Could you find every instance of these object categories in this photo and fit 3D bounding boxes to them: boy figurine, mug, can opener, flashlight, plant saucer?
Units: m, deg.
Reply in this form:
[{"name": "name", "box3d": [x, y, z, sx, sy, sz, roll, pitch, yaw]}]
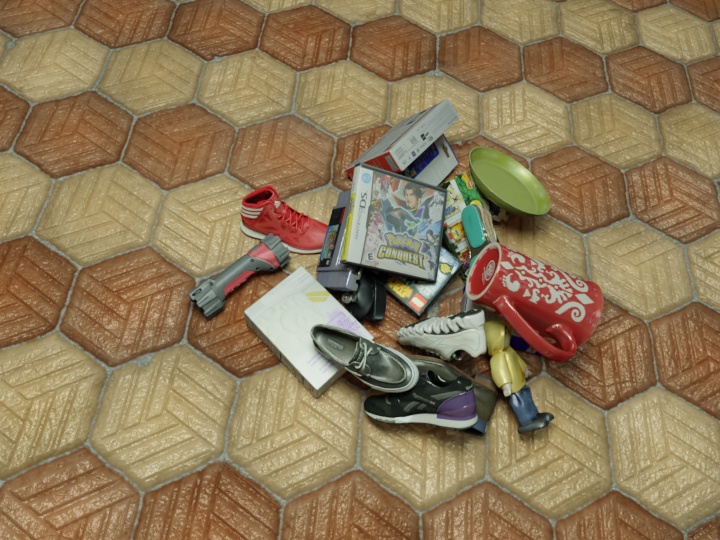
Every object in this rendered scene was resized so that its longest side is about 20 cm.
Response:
[{"name": "boy figurine", "box3d": [0.275, 0.182, 1.031, 0.124, 0.064, 0.202, -3, 70, -55]}, {"name": "mug", "box3d": [0.296, 0.047, 0.974, 0.199, 0.178, 0.134, 25, 104, -12]}, {"name": "can opener", "box3d": [0.000, 0.000, 1.101, 0.078, 0.063, 0.202, 11, 67, -43]}, {"name": "flashlight", "box3d": [-0.226, 0.013, 1.097, 0.068, 0.068, 0.200, 42, 70, 18]}, {"name": "plant saucer", "box3d": [0.300, -0.177, 1.184, 0.198, 0.031, 0.201, 19, 41, -18]}]

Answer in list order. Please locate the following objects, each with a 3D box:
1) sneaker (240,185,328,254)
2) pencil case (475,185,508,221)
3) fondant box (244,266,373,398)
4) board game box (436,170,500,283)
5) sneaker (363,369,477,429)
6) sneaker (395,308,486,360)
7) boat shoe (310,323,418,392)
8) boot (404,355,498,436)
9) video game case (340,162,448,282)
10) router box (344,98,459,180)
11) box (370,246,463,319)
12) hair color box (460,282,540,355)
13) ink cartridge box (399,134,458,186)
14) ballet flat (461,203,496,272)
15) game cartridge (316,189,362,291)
[{"name": "sneaker", "box3d": [-0.144, -0.099, 1.133, 0.198, 0.116, 0.079, 9, 61, -1]}, {"name": "pencil case", "box3d": [0.214, -0.121, 1.206, 0.198, 0.078, 0.090, -19, 64, -16]}, {"name": "fondant box", "box3d": [-0.095, 0.110, 1.059, 0.144, 0.058, 0.200, -40, 73, -24]}, {"name": "board game box", "box3d": [0.212, -0.086, 1.156, 0.104, 0.023, 0.201, -30, 101, -16]}, {"name": "sneaker", "box3d": [0.098, 0.208, 0.976, 0.198, 0.076, 0.088, -3, 99, 24]}, {"name": "sneaker", "box3d": [0.139, 0.122, 1.018, 0.075, 0.199, 0.082, -17, 91, -39]}, {"name": "boat shoe", "box3d": [-0.001, 0.146, 0.954, 0.199, 0.071, 0.073, 19, 79, 21]}, {"name": "boot", "box3d": [0.145, 0.219, 1.017, 0.198, 0.075, 0.098, 17, 58, 1]}, {"name": "video game case", "box3d": [0.067, -0.084, 1.059, 0.198, 0.025, 0.183, 12, 81, -27]}, {"name": "router box", "box3d": [0.086, -0.268, 1.218, 0.200, 0.179, 0.049, -45, 109, -24]}, {"name": "box", "box3d": [0.083, -0.021, 1.140, 0.200, 0.040, 0.137, 39, 81, 14]}, {"name": "hair color box", "box3d": [0.294, 0.089, 1.111, 0.198, 0.065, 0.110, 14, 60, 3]}, {"name": "ink cartridge box", "box3d": [0.127, -0.212, 1.243, 0.200, 0.037, 0.095, -45, 115, -23]}, {"name": "ballet flat", "box3d": [0.243, -0.032, 1.099, 0.067, 0.068, 0.202, 12, 67, -44]}, {"name": "game cartridge", "box3d": [-0.027, -0.060, 1.095, 0.038, 0.129, 0.202, 22, 77, -35]}]
